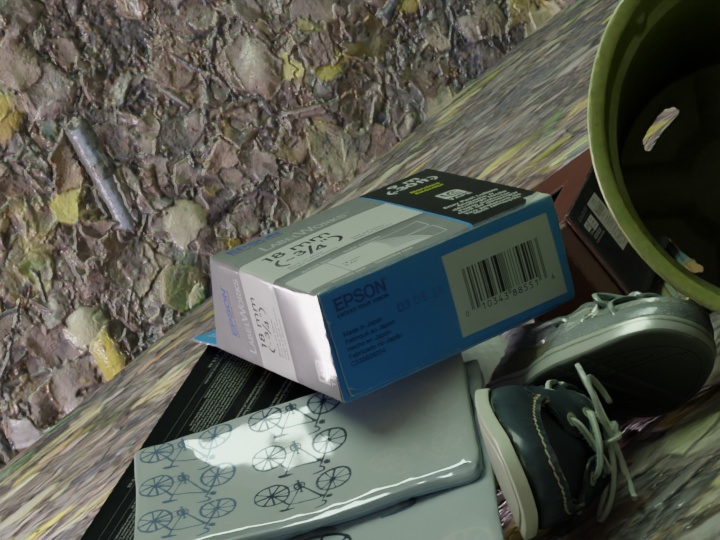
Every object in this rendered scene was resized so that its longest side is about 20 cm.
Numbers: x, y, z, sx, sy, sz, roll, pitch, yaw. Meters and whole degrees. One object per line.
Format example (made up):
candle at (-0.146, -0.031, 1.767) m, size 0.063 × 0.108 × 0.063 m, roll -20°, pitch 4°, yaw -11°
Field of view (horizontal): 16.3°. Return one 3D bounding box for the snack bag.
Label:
snack bag at (-0.024, 0.124, 1.225) m, size 0.188 × 0.021 × 0.200 m, roll -17°, pitch 33°, yaw 7°

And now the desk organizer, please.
desk organizer at (0.137, -0.017, 1.553) m, size 0.077 × 0.072 × 0.200 m, roll -37°, pitch 7°, yaw 23°

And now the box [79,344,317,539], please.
box at (-0.049, 0.120, 1.344) m, size 0.141 × 0.079 × 0.200 m, roll -7°, pitch 35°, yaw 35°

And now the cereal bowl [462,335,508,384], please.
cereal bowl at (0.014, 0.099, 1.504) m, size 0.200 × 0.083 × 0.200 m, roll -36°, pitch 7°, yaw 5°

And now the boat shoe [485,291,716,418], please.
boat shoe at (0.121, 0.041, 1.306) m, size 0.202 × 0.074 × 0.065 m, roll 143°, pitch 141°, yaw -66°

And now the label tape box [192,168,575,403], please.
label tape box at (0.000, 0.000, 1.353) m, size 0.144 × 0.063 × 0.200 m, roll -23°, pitch 18°, yaw -23°

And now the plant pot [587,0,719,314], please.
plant pot at (0.202, -0.059, 1.251) m, size 0.200 × 0.200 × 0.184 m, roll -37°, pitch -5°, yaw -5°

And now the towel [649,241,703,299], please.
towel at (0.208, -0.010, 1.520) m, size 0.147 × 0.022 × 0.200 m, roll -37°, pitch 6°, yaw 5°

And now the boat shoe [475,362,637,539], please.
boat shoe at (0.094, 0.085, 1.189) m, size 0.062 × 0.075 × 0.200 m, roll -15°, pitch -6°, yaw 5°
